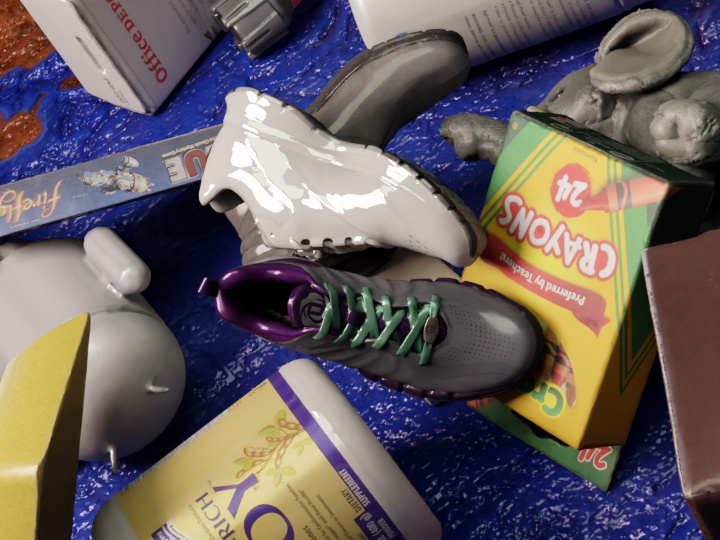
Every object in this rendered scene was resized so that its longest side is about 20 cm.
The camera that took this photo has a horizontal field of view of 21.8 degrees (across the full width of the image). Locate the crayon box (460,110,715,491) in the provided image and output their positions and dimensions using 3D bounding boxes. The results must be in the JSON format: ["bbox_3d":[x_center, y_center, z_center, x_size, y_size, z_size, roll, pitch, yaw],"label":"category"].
[{"bbox_3d":[0.121,0.019,1.121,0.127,0.051,0.200,30,111,41],"label":"crayon box"}]

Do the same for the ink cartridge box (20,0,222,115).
[{"bbox_3d":[-0.164,-0.246,1.482,0.085,0.146,0.200,19,65,38],"label":"ink cartridge box"}]

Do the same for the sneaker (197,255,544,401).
[{"bbox_3d":[0.004,0.035,1.102,0.200,0.088,0.075,9,91,22],"label":"sneaker"}]

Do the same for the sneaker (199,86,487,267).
[{"bbox_3d":[-0.012,-0.041,1.150,0.200,0.074,0.087,26,89,29],"label":"sneaker"}]

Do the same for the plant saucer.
[{"bbox_3d":[-0.205,0.150,1.123,0.048,0.200,0.200,8,24,-3],"label":"plant saucer"}]

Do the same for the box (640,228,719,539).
[{"bbox_3d":[0.275,0.069,0.996,0.200,0.166,0.164,-16,50,15],"label":"box"}]

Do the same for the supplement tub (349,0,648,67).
[{"bbox_3d":[0.096,-0.220,1.339,0.200,0.132,0.132,-17,49,13],"label":"supplement tub"}]

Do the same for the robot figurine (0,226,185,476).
[{"bbox_3d":[-0.193,0.053,1.285,0.200,0.113,0.170,46,122,43],"label":"robot figurine"}]

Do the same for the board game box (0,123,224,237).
[{"bbox_3d":[-0.172,-0.063,1.328,0.200,0.035,0.135,-16,3,-7],"label":"board game box"}]

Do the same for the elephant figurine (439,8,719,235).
[{"bbox_3d":[0.178,-0.096,1.199,0.200,0.155,0.142,42,119,46],"label":"elephant figurine"}]

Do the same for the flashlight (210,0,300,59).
[{"bbox_3d":[-0.022,-0.245,1.468,0.200,0.068,0.068,-40,84,-3],"label":"flashlight"}]

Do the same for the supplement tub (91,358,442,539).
[{"bbox_3d":[-0.068,0.164,1.114,0.200,0.145,0.145,-38,47,-4],"label":"supplement tub"}]

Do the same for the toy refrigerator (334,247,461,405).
[{"bbox_3d":[0.000,0.000,1.254,0.070,0.076,0.200,-41,48,-7],"label":"toy refrigerator"}]

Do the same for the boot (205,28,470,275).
[{"bbox_3d":[0.002,-0.061,1.216,0.200,0.070,0.132,-32,53,11],"label":"boot"}]
